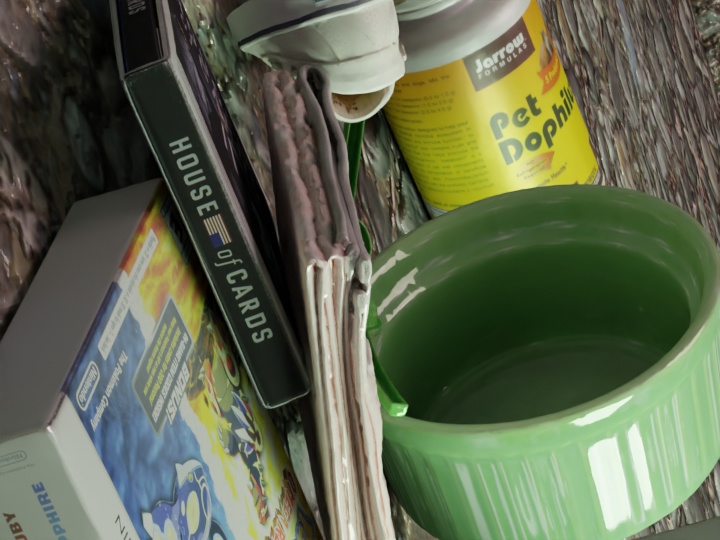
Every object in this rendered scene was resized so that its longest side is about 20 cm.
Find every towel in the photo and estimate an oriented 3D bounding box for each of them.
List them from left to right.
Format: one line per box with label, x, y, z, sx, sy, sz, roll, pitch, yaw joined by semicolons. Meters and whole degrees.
towel;-0.010;0.033;1.035;0.200;0.032;0.191;-104;-173;-62

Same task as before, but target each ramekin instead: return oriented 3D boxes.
ramekin;0.091;0.053;1.234;0.200;0.200;0.098;-84;160;-54

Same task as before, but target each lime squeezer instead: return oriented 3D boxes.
lime squeezer;0.000;0.000;1.195;0.038;0.071;0.200;20;49;-33

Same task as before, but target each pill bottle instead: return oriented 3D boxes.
pill bottle;0.066;-0.110;1.452;0.109;0.109;0.200;-82;152;-55

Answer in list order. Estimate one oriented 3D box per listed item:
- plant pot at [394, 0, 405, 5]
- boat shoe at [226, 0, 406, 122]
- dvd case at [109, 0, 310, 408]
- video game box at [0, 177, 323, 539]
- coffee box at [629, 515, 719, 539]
plant pot;-0.005;-0.242;1.260;0.187;0.187;0.200;47;44;-58
boat shoe;-0.015;-0.103;1.161;0.200;0.071;0.070;-175;-113;-78
dvd case;-0.065;-0.050;1.012;0.200;0.025;0.151;-106;174;-65
video game box;-0.074;0.088;0.897;0.200;0.047;0.183;-76;148;-63
coffee box;0.227;0.274;1.462;0.200;0.199;0.198;50;28;-55
